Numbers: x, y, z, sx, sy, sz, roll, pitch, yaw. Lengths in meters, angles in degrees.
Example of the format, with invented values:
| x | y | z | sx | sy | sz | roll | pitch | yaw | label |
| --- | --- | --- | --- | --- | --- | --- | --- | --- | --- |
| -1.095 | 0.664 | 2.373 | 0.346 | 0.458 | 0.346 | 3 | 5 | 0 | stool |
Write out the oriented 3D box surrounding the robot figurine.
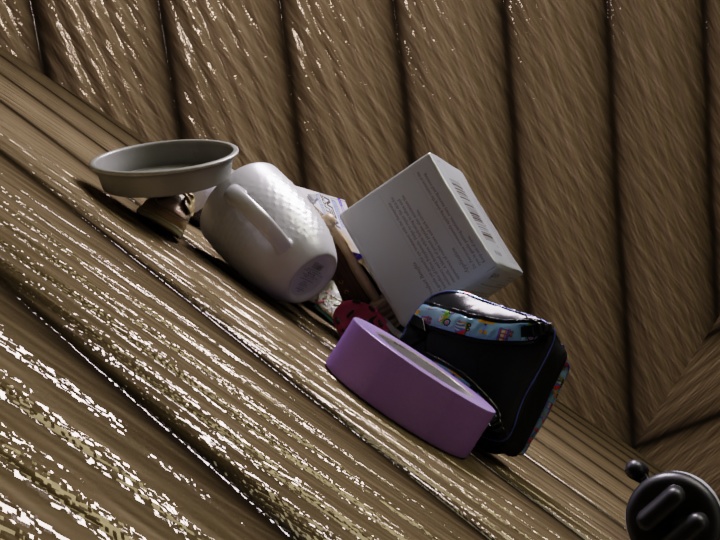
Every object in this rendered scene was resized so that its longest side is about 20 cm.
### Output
| x | y | z | sx | sy | sz | roll | pitch | yaw | label |
| --- | --- | --- | --- | --- | --- | --- | --- | --- | --- |
| 0.415 | 0.325 | 1.493 | 0.124 | 0.152 | 0.200 | -4 | -10 | 18 | robot figurine |

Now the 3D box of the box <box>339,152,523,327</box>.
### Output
| x | y | z | sx | sy | sz | roll | pitch | yaw | label |
| --- | --- | --- | --- | --- | --- | --- | --- | --- | --- |
| 0.110 | -0.037 | 1.707 | 0.200 | 0.171 | 0.200 | 60 | 14 | 14 | box |

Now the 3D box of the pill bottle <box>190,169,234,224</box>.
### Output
| x | y | z | sx | sy | sz | roll | pitch | yaw | label |
| --- | --- | --- | --- | --- | --- | --- | --- | --- | --- |
| -0.261 | -0.133 | 1.949 | 0.113 | 0.114 | 0.200 | 35 | 3 | 41 | pill bottle |

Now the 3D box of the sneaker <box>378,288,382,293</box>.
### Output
| x | y | z | sx | sy | sz | roll | pitch | yaw | label |
| --- | --- | --- | --- | --- | --- | --- | --- | --- | --- |
| 0.046 | 0.087 | 1.832 | 0.199 | 0.076 | 0.114 | 22 | -16 | -23 | sneaker |

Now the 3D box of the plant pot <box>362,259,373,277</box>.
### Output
| x | y | z | sx | sy | sz | roll | pitch | yaw | label |
| --- | --- | --- | --- | --- | --- | --- | --- | --- | --- |
| 0.077 | 0.018 | 1.964 | 0.200 | 0.201 | 0.134 | 34 | 38 | 20 | plant pot |

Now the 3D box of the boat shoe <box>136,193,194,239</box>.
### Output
| x | y | z | sx | sy | sz | roll | pitch | yaw | label |
| --- | --- | --- | --- | --- | --- | --- | --- | --- | --- |
| -0.268 | -0.094 | 1.597 | 0.074 | 0.067 | 0.200 | 32 | 3 | -16 | boat shoe |

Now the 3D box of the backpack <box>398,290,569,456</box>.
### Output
| x | y | z | sx | sy | sz | roll | pitch | yaw | label |
| --- | --- | --- | --- | --- | --- | --- | --- | --- | --- |
| 0.149 | 0.129 | 1.489 | 0.199 | 0.184 | 0.135 | 21 | -12 | 29 | backpack |

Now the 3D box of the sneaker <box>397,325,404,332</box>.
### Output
| x | y | z | sx | sy | sz | roll | pitch | yaw | label |
| --- | --- | --- | --- | --- | --- | --- | --- | --- | --- |
| 0.098 | 0.146 | 1.764 | 0.199 | 0.075 | 0.085 | 36 | -13 | -18 | sneaker |

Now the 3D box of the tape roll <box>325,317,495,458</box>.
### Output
| x | y | z | sx | sy | sz | roll | pitch | yaw | label |
| --- | --- | --- | --- | --- | --- | --- | --- | --- | --- |
| 0.058 | 0.136 | 1.331 | 0.199 | 0.066 | 0.200 | 34 | 2 | -1 | tape roll |

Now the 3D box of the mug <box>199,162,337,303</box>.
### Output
| x | y | z | sx | sy | sz | roll | pitch | yaw | label |
| --- | --- | --- | --- | --- | --- | --- | --- | --- | --- |
| -0.127 | -0.053 | 1.587 | 0.175 | 0.148 | 0.200 | 45 | -4 | 29 | mug |

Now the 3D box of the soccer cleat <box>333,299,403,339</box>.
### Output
| x | y | z | sx | sy | sz | roll | pitch | yaw | label |
| --- | --- | --- | --- | --- | --- | --- | --- | --- | --- |
| 0.040 | 0.117 | 1.648 | 0.199 | 0.070 | 0.087 | 32 | -20 | 31 | soccer cleat |

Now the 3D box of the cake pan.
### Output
| x | y | z | sx | sy | sz | roll | pitch | yaw | label |
| --- | --- | --- | --- | --- | --- | --- | --- | --- | --- |
| -0.262 | -0.138 | 1.532 | 0.198 | 0.037 | 0.200 | -4 | 18 | 1 | cake pan |

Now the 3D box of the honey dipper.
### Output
| x | y | z | sx | sy | sz | roll | pitch | yaw | label |
| --- | --- | --- | --- | --- | --- | --- | --- | --- | --- |
| 0.000 | 0.000 | 1.669 | 0.201 | 0.038 | 0.038 | 60 | -6 | -18 | honey dipper |

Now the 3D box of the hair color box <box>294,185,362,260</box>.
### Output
| x | y | z | sx | sy | sz | roll | pitch | yaw | label |
| --- | --- | --- | --- | --- | --- | --- | --- | --- | --- |
| -0.086 | -0.069 | 1.803 | 0.199 | 0.065 | 0.110 | 10 | 53 | -53 | hair color box |

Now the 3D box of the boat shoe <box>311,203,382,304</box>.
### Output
| x | y | z | sx | sy | sz | roll | pitch | yaw | label |
| --- | --- | --- | --- | --- | --- | --- | --- | --- | --- |
| -0.041 | -0.013 | 1.712 | 0.201 | 0.067 | 0.072 | 55 | 4 | -14 | boat shoe |

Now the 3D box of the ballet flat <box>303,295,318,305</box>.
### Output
| x | y | z | sx | sy | sz | roll | pitch | yaw | label |
| --- | --- | --- | --- | --- | --- | --- | --- | --- | --- |
| -0.111 | 0.007 | 1.774 | 0.066 | 0.057 | 0.200 | 31 | 3 | -28 | ballet flat |

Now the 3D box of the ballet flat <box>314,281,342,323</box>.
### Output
| x | y | z | sx | sy | sz | roll | pitch | yaw | label |
| --- | --- | --- | --- | --- | --- | --- | --- | --- | --- |
| -0.065 | 0.030 | 1.848 | 0.200 | 0.064 | 0.075 | 36 | 3 | 41 | ballet flat |
